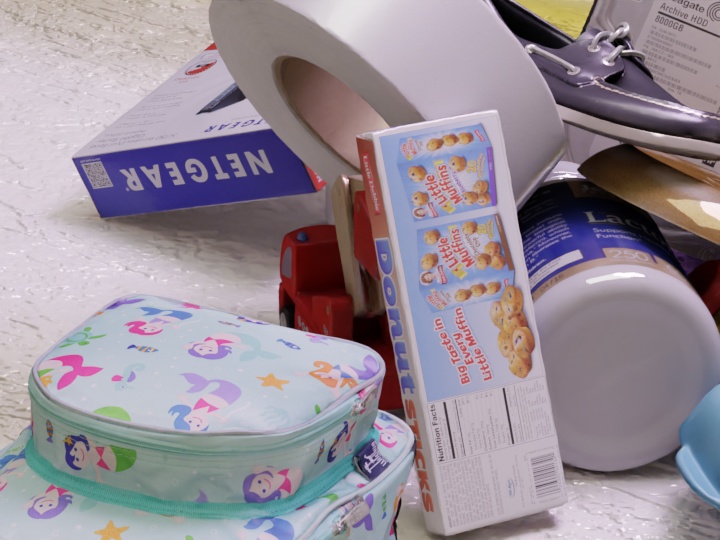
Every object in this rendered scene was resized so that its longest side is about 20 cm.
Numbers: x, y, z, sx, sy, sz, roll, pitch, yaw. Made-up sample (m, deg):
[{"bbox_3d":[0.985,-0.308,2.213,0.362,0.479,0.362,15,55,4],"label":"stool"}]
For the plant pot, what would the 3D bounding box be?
[{"bbox_3d":[0.216,-0.028,1.232,0.199,0.028,0.200,23,8,-4],"label":"plant pot"}]

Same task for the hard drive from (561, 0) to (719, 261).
[{"bbox_3d":[0.193,-0.113,1.321,0.139,0.201,0.038,22,26,0],"label":"hard drive"}]

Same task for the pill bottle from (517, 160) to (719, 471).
[{"bbox_3d":[0.122,0.017,1.228,0.115,0.116,0.200,-1,23,-6],"label":"pill bottle"}]

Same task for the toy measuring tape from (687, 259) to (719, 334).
[{"bbox_3d":[0.214,0.042,1.228,0.073,0.074,0.200,1,23,-2],"label":"toy measuring tape"}]

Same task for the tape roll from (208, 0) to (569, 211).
[{"bbox_3d":[0.014,-0.101,1.210,0.202,0.203,0.071,25,66,44],"label":"tape roll"}]

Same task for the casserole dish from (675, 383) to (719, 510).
[{"bbox_3d":[0.254,0.093,1.111,0.199,0.039,0.121,4,29,-21],"label":"casserole dish"}]

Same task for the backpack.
[{"bbox_3d":[-0.080,0.106,0.976,0.177,0.151,0.200,13,30,22],"label":"backpack"}]

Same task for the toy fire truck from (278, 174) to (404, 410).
[{"bbox_3d":[0.000,0.000,1.226,0.048,0.142,0.200,-5,24,-16],"label":"toy fire truck"}]

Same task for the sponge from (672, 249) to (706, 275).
[{"bbox_3d":[0.238,-0.005,1.401,0.111,0.030,0.200,-21,33,-41],"label":"sponge"}]

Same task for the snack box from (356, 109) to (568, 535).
[{"bbox_3d":[0.051,0.025,1.102,0.072,0.201,0.024,-12,3,-23],"label":"snack box"}]

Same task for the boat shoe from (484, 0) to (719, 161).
[{"bbox_3d":[0.121,-0.111,1.217,0.199,0.063,0.073,24,7,37],"label":"boat shoe"}]

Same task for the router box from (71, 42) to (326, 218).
[{"bbox_3d":[-0.061,-0.107,1.465,0.199,0.049,0.179,-5,28,40],"label":"router box"}]

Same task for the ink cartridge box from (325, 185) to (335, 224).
[{"bbox_3d":[0.042,-0.045,1.432,0.116,0.068,0.200,-2,24,-9],"label":"ink cartridge box"}]
